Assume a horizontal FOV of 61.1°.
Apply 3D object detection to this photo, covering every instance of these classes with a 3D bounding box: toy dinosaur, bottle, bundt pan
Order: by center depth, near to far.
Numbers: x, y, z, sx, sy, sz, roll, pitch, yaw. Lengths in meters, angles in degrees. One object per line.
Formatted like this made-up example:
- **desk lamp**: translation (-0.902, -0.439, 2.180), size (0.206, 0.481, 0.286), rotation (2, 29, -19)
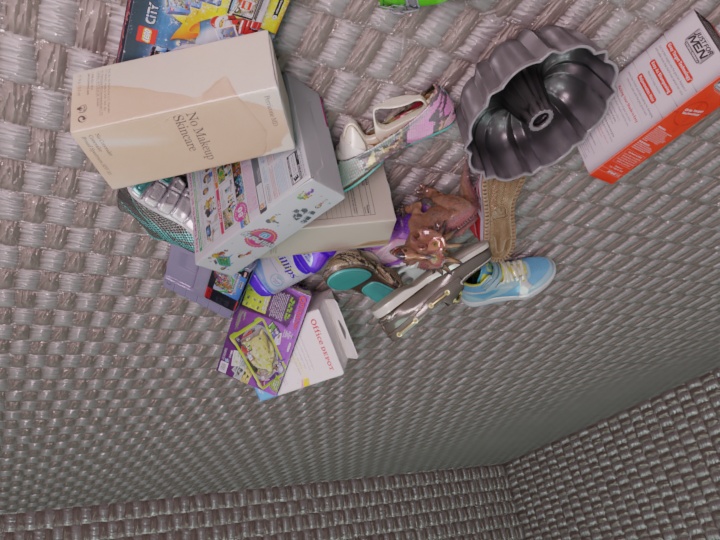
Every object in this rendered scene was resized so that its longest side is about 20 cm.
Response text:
- **bundt pan**: translation (0.203, -0.207, 0.739), size (0.197, 0.077, 0.204), rotation (-15, 147, -10)
- **toy dinosaur**: translation (0.119, -0.065, 0.859), size (0.200, 0.135, 0.086), rotation (-45, 115, -12)
- **bottle**: translation (-0.092, -0.032, 0.944), size (0.197, 0.065, 0.084), rotation (-26, 105, 24)

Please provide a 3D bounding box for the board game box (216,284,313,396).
- **board game box**: translation (-0.167, 0.107, 1.056), size (0.118, 0.032, 0.204), rotation (24, 108, 5)

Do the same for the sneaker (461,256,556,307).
- **sneaker**: translation (0.277, 0.006, 1.169), size (0.196, 0.081, 0.131), rotation (-19, 152, 10)

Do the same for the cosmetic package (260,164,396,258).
- **cosmetic package**: translation (-0.058, -0.085, 0.841), size (0.195, 0.107, 0.071), rotation (-5, 153, -11)

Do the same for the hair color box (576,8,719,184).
- **hair color box**: translation (0.372, -0.215, 0.785), size (0.060, 0.103, 0.200), rotation (9, 145, -34)

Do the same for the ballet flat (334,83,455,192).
- **ballet flat**: translation (0.024, -0.172, 0.769), size (0.197, 0.070, 0.071), rotation (-28, 128, 16)

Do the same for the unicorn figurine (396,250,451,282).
- **unicorn figurine**: translation (0.092, -0.006, 1.092), size (0.135, 0.075, 0.200), rotation (-25, 165, 2)

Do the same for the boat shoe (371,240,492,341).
- **boat shoe**: translation (0.113, 0.028, 0.899), size (0.199, 0.061, 0.072), rotation (-33, -174, -1)

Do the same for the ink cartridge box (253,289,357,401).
- **ink cartridge box**: translation (-0.109, 0.133, 1.135), size (0.196, 0.131, 0.125), rotation (-19, -168, 12)

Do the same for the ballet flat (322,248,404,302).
- **ballet flat**: translation (0.000, 0.000, 0.910), size (0.067, 0.077, 0.199), rotation (-30, 152, 24)

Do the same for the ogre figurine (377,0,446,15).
- **ogre figurine**: translation (0.077, -0.305, 0.519), size (0.117, 0.099, 0.203), rotation (8, 134, 0)

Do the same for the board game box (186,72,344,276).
- **board game box**: translation (-0.121, -0.108, 0.727), size (0.198, 0.150, 0.064), rotation (-30, 150, 30)

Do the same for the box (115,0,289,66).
- **box**: translation (-0.161, -0.232, 0.602), size (0.134, 0.038, 0.200), rotation (5, 147, -29)

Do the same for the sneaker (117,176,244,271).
- **sneaker**: translation (-0.236, -0.063, 0.815), size (0.199, 0.079, 0.090), rotation (42, 138, -24)

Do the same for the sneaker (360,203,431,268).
- **sneaker**: translation (0.034, -0.046, 0.983), size (0.087, 0.082, 0.199), rotation (22, 138, -36)

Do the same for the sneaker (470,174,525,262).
- **sneaker**: translation (0.197, -0.127, 0.925), size (0.069, 0.113, 0.204), rotation (-5, 121, -8)

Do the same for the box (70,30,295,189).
- **box**: translation (-0.171, -0.157, 0.607), size (0.195, 0.079, 0.095), rotation (-13, 151, 1)

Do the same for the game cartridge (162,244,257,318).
- **game cartridge**: translation (-0.231, -0.004, 0.932), size (0.128, 0.039, 0.201), rotation (30, 141, -4)
